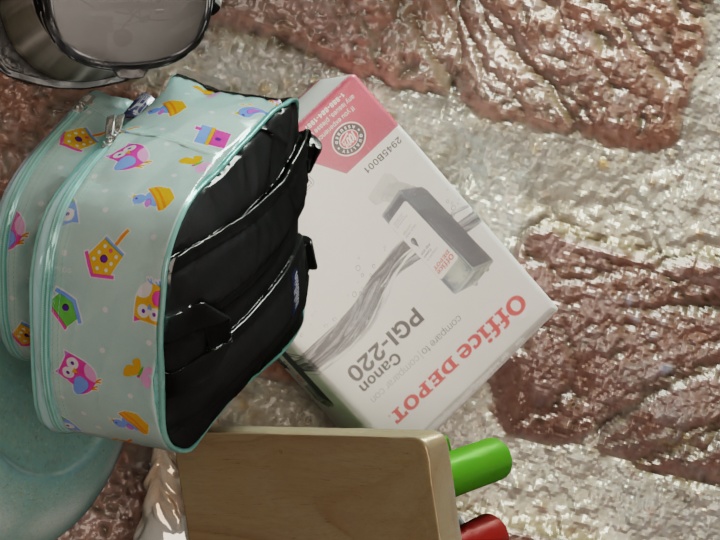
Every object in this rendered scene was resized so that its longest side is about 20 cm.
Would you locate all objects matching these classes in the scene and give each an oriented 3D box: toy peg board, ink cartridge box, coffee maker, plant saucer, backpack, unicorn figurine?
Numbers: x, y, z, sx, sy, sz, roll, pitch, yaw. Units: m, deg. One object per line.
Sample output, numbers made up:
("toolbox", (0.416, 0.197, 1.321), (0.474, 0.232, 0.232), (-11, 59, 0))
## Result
("toy peg board", (0.008, 0.180, 1.391), (0.098, 0.200, 0.199), (-15, 99, -46))
("ink cartridge box", (0.000, 0.000, 1.488), (0.146, 0.085, 0.200), (-44, 103, -11))
("coffee maker", (-0.159, -0.201, 1.382), (0.135, 0.200, 0.192), (-27, 97, -15))
("plant saucer", (-0.193, 0.067, 1.403), (0.201, 0.039, 0.201), (2, 88, -49))
("backpack", (-0.115, -0.001, 1.317), (0.153, 0.200, 0.176), (10, 121, 9))
("unicorn figurine", (-0.114, 0.176, 1.457), (0.137, 0.074, 0.200), (51, 61, -28))

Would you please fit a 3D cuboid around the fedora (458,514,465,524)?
("fedora", (0.037, 0.218, 1.471), (0.092, 0.201, 0.201), (7, 88, -46))
